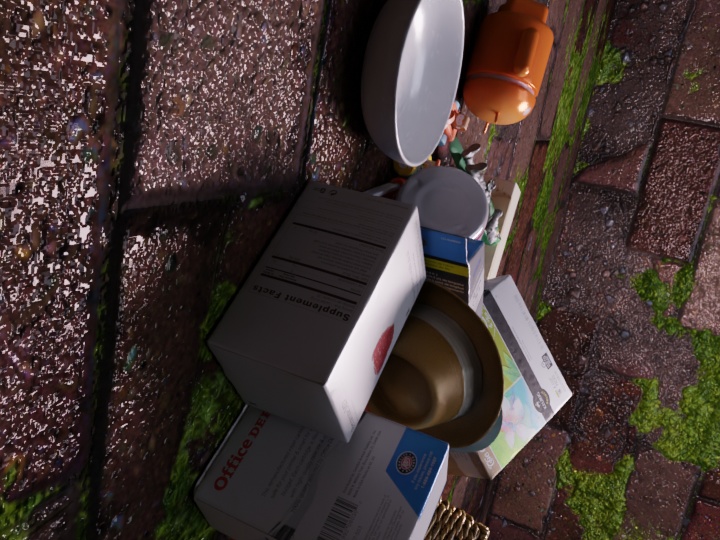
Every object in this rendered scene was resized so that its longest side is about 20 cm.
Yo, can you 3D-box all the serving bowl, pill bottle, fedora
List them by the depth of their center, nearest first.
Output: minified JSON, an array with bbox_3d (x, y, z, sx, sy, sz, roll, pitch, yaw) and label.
[{"bbox_3d":[0.051,0.106,0.741,0.082,0.200,0.201,-16,121,-47],"label":"fedora"},{"bbox_3d":[0.050,-0.218,0.762,0.200,0.066,0.200,16,90,-70],"label":"serving bowl"},{"bbox_3d":[0.097,-0.038,0.916,0.200,0.113,0.114,89,24,-66],"label":"pill bottle"}]

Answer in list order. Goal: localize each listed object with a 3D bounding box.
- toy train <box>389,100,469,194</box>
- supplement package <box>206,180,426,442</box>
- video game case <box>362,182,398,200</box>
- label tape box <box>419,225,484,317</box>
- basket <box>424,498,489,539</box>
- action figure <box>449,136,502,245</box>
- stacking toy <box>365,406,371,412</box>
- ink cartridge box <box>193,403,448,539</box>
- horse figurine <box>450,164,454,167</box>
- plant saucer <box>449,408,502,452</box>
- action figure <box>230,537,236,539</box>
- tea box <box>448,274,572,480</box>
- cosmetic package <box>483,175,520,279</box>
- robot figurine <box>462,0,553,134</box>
[{"bbox_3d":[0.103,-0.166,0.952,0.150,0.056,0.200,58,51,-63],"label":"toy train"},{"bbox_3d":[-0.030,0.035,0.665,0.200,0.120,0.121,-62,156,-29],"label":"supplement package"},{"bbox_3d":[0.000,0.000,0.862,0.143,0.017,0.200,-30,133,-61],"label":"video game case"},{"bbox_3d":[0.064,-0.006,0.790,0.200,0.144,0.063,81,32,-49],"label":"label tape box"},{"bbox_3d":[0.043,0.380,0.893,0.200,0.149,0.143,-55,176,-27],"label":"basket"},{"bbox_3d":[0.187,-0.103,1.070,0.200,0.055,0.118,62,17,-51],"label":"action figure"},{"bbox_3d":[0.002,0.187,0.808,0.085,0.085,0.200,-62,141,-28],"label":"stacking toy"},{"bbox_3d":[-0.033,0.208,0.672,0.147,0.200,0.086,-59,156,-34],"label":"ink cartridge box"},{"bbox_3d":[0.149,-0.057,1.076,0.200,0.050,0.133,69,24,-9],"label":"horse figurine"},{"bbox_3d":[0.072,0.147,0.837,0.039,0.201,0.201,-37,140,-40],"label":"plant saucer"},{"bbox_3d":[-0.064,0.296,0.763,0.193,0.105,0.200,-40,125,-28],"label":"action figure"},{"bbox_3d":[0.149,0.144,0.959,0.197,0.134,0.200,-35,99,-32],"label":"tea box"},{"bbox_3d":[0.195,-0.059,1.195,0.073,0.103,0.200,21,84,-70],"label":"cosmetic package"},{"bbox_3d":[0.224,-0.311,1.070,0.117,0.144,0.200,19,86,-47],"label":"robot figurine"}]
